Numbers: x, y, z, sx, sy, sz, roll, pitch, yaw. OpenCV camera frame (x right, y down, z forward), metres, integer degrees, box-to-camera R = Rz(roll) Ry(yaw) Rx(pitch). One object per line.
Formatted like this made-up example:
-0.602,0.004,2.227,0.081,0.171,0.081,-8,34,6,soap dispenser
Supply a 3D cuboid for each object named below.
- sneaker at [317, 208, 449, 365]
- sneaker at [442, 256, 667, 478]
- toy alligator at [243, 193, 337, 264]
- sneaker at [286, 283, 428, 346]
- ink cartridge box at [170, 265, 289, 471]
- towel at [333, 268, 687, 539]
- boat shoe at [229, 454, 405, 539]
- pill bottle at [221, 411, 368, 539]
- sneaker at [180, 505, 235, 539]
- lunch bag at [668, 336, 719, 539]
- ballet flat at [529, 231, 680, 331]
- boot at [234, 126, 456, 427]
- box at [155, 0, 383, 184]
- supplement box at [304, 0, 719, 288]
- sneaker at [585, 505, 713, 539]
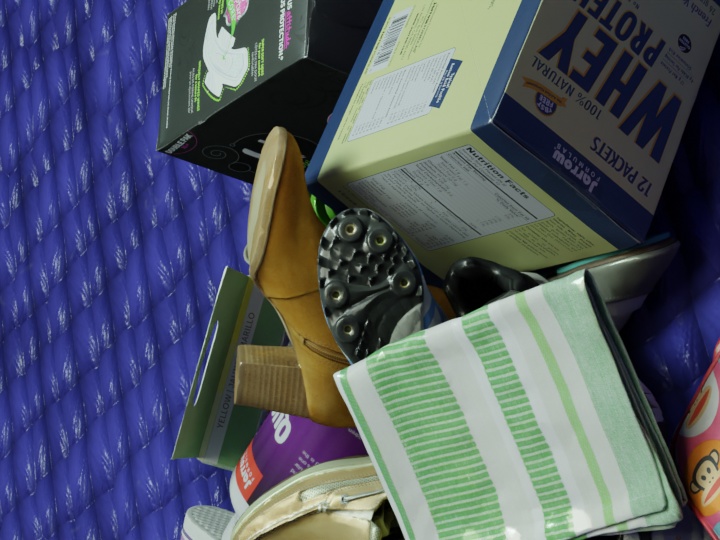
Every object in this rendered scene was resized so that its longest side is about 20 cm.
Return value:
0.033,0.052,1.375,0.072,0.201,0.072,-29,7,6,sneaker
0.106,0.056,1.315,0.067,0.090,0.200,-51,41,13,sneaker
-0.035,-0.035,1.578,0.199,0.054,0.060,-15,62,45,toy alligator
0.001,0.000,1.617,0.201,0.067,0.108,-48,40,28,sneaker
-0.086,0.075,1.627,0.200,0.048,0.146,51,-126,-86,ink cartridge box
0.083,0.098,1.284,0.199,0.023,0.153,-22,93,41,towel
0.005,0.164,1.457,0.199,0.072,0.076,-25,32,11,boat shoe
-0.018,0.130,1.545,0.200,0.112,0.113,-58,37,22,pill bottle
-0.084,0.263,1.634,0.200,0.072,0.115,34,112,62,sneaker
0.254,0.068,1.210,0.201,0.082,0.176,-61,35,19,lunch bag
0.140,0.020,1.426,0.200,0.067,0.064,-14,93,53,ballet flat
-0.003,0.007,1.413,0.071,0.143,0.202,-103,18,-66,boot
-0.039,-0.155,1.664,0.200,0.148,0.125,-26,54,48,box
0.100,-0.116,1.414,0.199,0.134,0.201,-14,46,53,supplement box
0.137,0.131,1.354,0.200,0.080,0.074,30,104,57,sneaker
